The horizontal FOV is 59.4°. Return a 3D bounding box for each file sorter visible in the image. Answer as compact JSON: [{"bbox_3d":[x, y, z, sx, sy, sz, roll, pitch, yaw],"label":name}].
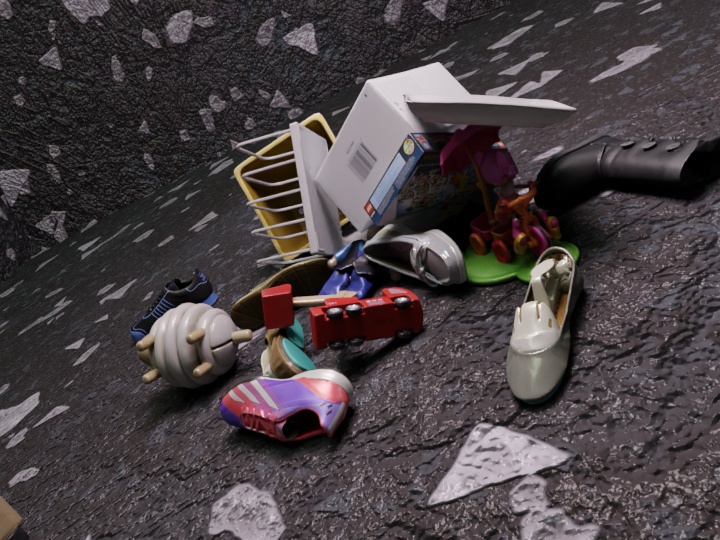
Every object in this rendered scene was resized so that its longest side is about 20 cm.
[{"bbox_3d":[-0.116,-0.116,1.051,0.121,0.207,0.138,-12,-4,17],"label":"file sorter"}]

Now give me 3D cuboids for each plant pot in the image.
[{"bbox_3d":[-0.098,-0.148,1.226,0.192,0.198,0.200,-32,-2,3],"label":"plant pot"}]

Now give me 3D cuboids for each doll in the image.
[{"bbox_3d":[0.000,0.000,0.973,0.132,0.049,0.202,5,42,26],"label":"doll"}]

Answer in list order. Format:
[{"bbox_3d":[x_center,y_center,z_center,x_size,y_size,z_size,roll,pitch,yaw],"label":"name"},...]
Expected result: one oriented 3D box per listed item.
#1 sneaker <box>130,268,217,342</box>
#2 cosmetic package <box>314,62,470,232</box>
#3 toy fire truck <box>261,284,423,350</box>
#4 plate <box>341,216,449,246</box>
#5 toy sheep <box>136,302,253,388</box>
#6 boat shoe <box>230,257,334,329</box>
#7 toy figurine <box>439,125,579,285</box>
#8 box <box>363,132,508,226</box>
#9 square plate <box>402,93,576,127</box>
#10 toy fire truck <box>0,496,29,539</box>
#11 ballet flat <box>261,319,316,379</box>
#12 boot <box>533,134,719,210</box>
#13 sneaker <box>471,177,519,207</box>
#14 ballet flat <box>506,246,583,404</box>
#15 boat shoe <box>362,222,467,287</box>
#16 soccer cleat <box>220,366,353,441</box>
[{"bbox_3d":[-0.390,0.068,1.278,0.196,0.079,0.070,-29,22,1],"label":"sneaker"},{"bbox_3d":[0.063,-0.195,0.995,0.198,0.123,0.201,-33,-16,-45],"label":"cosmetic package"},{"bbox_3d":[-0.028,0.053,0.832,0.193,0.050,0.141,-8,17,-13],"label":"toy fire truck"},{"bbox_3d":[0.042,-0.078,1.126,0.197,0.033,0.200,-33,24,-10],"label":"plate"},{"bbox_3d":[-0.252,0.114,0.956,0.193,0.142,0.139,-4,29,17],"label":"toy sheep"},{"bbox_3d":[-0.130,0.027,1.059,0.195,0.075,0.065,-25,25,7],"label":"boat shoe"},{"bbox_3d":[0.173,-0.096,0.804,0.148,0.188,0.199,-33,23,-12],"label":"toy figurine"},{"bbox_3d":[0.112,-0.135,0.916,0.196,0.038,0.138,-12,-34,-43],"label":"box"},{"bbox_3d":[0.149,-0.204,0.795,0.191,0.029,0.201,3,18,2],"label":"square plate"},{"bbox_3d":[-0.558,0.372,0.814,0.197,0.130,0.177,-25,20,41],"label":"toy fire truck"},{"bbox_3d":[-0.106,0.121,0.859,0.073,0.067,0.200,-48,22,4],"label":"ballet flat"},{"bbox_3d":[0.347,-0.126,0.829,0.163,0.067,0.199,-38,28,-15],"label":"boot"},{"bbox_3d":[0.199,-0.155,1.044,0.070,0.074,0.198,-36,24,-19],"label":"sneaker"},{"bbox_3d":[0.185,0.046,0.652,0.066,0.065,0.201,-11,29,36],"label":"ballet flat"},{"bbox_3d":[0.075,-0.018,0.885,0.064,0.076,0.201,-29,29,-20],"label":"boat shoe"},{"bbox_3d":[-0.100,0.167,0.745,0.195,0.069,0.074,-14,34,30],"label":"soccer cleat"}]
